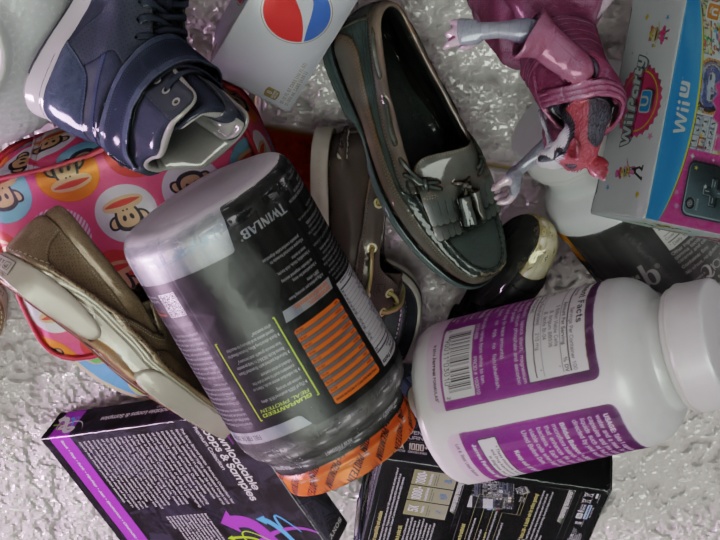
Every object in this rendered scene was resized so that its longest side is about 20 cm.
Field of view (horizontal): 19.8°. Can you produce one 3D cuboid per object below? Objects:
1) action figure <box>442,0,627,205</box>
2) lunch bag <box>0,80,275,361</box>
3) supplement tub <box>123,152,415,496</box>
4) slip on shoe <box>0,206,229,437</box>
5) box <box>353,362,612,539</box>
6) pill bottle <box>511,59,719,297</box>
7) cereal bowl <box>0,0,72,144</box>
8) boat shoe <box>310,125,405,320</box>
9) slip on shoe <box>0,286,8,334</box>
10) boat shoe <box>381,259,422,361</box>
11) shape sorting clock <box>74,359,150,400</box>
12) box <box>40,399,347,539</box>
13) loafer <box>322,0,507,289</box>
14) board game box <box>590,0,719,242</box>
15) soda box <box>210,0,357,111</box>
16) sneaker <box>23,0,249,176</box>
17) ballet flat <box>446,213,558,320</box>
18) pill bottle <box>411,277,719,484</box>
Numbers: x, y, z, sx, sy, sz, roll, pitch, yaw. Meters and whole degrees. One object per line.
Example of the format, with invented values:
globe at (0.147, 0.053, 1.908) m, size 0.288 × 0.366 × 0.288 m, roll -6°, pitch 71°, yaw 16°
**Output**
action figure at (0.129, -0.133, 1.285) m, size 0.149 × 0.200 × 0.134 m, roll -19°, pitch 144°, yaw 1°
lunch bag at (-0.142, -0.023, 1.401) m, size 0.200 × 0.082 × 0.176 m, roll -18°, pitch 112°, yaw 6°
supplement tub at (-0.053, 0.036, 1.315) m, size 0.122 × 0.123 × 0.200 m, roll -24°, pitch 105°, yaw 18°
slip on shoe at (-0.148, 0.036, 1.350) m, size 0.200 × 0.076 × 0.061 m, roll 40°, pitch 81°, yaw -22°
box at (0.085, 0.165, 1.507) m, size 0.164 × 0.086 × 0.200 m, roll 8°, pitch 143°, yaw -2°
pill bottle at (0.195, -0.038, 1.386) m, size 0.116 × 0.116 × 0.200 m, roll -32°, pitch 116°, yaw 21°
cereal bowl at (-0.270, -0.162, 1.352) m, size 0.200 × 0.083 × 0.200 m, roll 1°, pitch 122°, yaw 1°
boat shoe at (0.000, 0.000, 1.421) m, size 0.059 × 0.072 × 0.200 m, roll -1°, pitch 97°, yaw 6°
slip on shoe at (-0.319, 0.091, 1.530) m, size 0.076 × 0.061 × 0.200 m, roll 27°, pitch 120°, yaw -14°
boat shoe at (-0.018, 0.077, 1.501) m, size 0.075 × 0.062 × 0.200 m, roll 32°, pitch 119°, yaw -5°
shape sorting clock at (-0.138, 0.013, 1.483) m, size 0.200 × 0.039 × 0.200 m, roll 1°, pitch 123°, yaw 2°
box at (-0.124, 0.156, 1.534) m, size 0.200 × 0.036 × 0.143 m, roll -9°, pitch 125°, yaw 38°
loafer at (0.041, -0.082, 1.346) m, size 0.200 × 0.072 × 0.063 m, roll 61°, pitch 146°, yaw 1°
board game box at (0.256, -0.088, 1.310) m, size 0.200 × 0.064 × 0.148 m, roll 10°, pitch 91°, yaw -27°
soda box at (-0.025, -0.204, 1.318) m, size 0.064 × 0.068 × 0.200 m, roll 25°, pitch 121°, yaw -14°
sneaker at (-0.114, -0.158, 1.290) m, size 0.077 × 0.146 × 0.203 m, roll 11°, pitch 108°, yaw -53°
ballet flat at (0.103, 0.019, 1.433) m, size 0.057 × 0.067 × 0.200 m, roll 16°, pitch 150°, yaw -6°
pill bottle at (0.143, 0.067, 1.339) m, size 0.200 × 0.112 × 0.112 m, roll -14°, pitch 122°, yaw 25°
